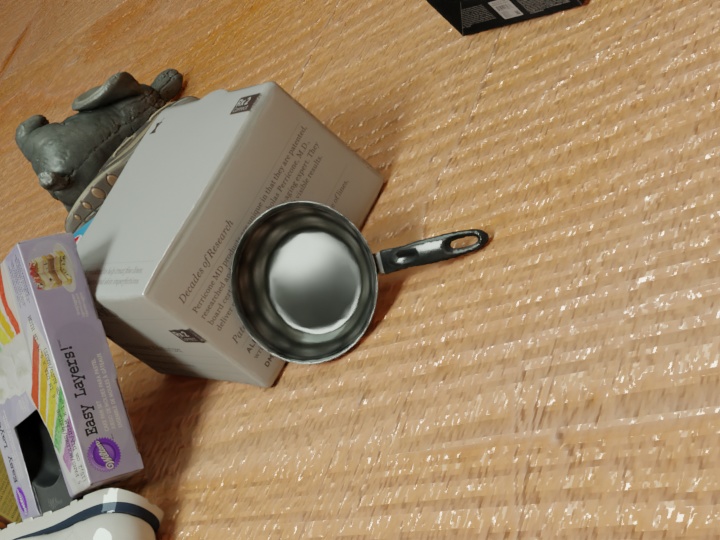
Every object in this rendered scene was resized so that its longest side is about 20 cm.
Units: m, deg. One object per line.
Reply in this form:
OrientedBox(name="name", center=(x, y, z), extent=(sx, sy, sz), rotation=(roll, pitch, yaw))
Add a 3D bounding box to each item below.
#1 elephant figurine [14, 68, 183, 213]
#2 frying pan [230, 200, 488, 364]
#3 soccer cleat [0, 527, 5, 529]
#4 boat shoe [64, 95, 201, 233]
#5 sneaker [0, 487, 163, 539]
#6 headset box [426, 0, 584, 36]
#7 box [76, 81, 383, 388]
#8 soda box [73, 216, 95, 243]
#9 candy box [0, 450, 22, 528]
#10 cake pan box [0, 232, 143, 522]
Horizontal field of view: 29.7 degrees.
OrientedBox(name="elephant figurine", center=(-0.273, -0.161, 1.511), extent=(0.199, 0.142, 0.155), rotation=(-37, 56, -5))
OrientedBox(name="frying pan", center=(-0.011, -0.013, 0.955), extent=(0.190, 0.115, 0.031), rotation=(-38, -9, 19))
OrientedBox(name="soccer cleat", center=(-0.326, 0.259, 1.150), extent=(0.199, 0.064, 0.085), rotation=(-14, 64, 48))
OrientedBox(name="boat shoe", center=(-0.228, -0.102, 1.423), extent=(0.200, 0.075, 0.073), rotation=(-42, 23, -2))
OrientedBox(name="sneaker", center=(-0.228, 0.232, 1.012), extent=(0.199, 0.076, 0.081), rotation=(-33, 42, 35))
OrientedBox(name="headset box", center=(0.144, -0.295, 1.071), extent=(0.148, 0.077, 0.201), rotation=(0, 58, 57))
OrientedBox(name="box", center=(-0.118, -0.027, 1.088), extent=(0.198, 0.130, 0.201), rotation=(-1, 55, 57))
OrientedBox(name="soda box", center=(-0.236, -0.018, 1.326), extent=(0.199, 0.068, 0.064), rotation=(-33, 31, 32))
OrientedBox(name="candy box", center=(-0.380, 0.164, 1.181), extent=(0.116, 0.200, 0.057), rotation=(-18, 41, 47))
OrientedBox(name="cake pan box", center=(-0.247, 0.094, 1.074), extent=(0.184, 0.052, 0.202), rotation=(-32, 75, 57))
